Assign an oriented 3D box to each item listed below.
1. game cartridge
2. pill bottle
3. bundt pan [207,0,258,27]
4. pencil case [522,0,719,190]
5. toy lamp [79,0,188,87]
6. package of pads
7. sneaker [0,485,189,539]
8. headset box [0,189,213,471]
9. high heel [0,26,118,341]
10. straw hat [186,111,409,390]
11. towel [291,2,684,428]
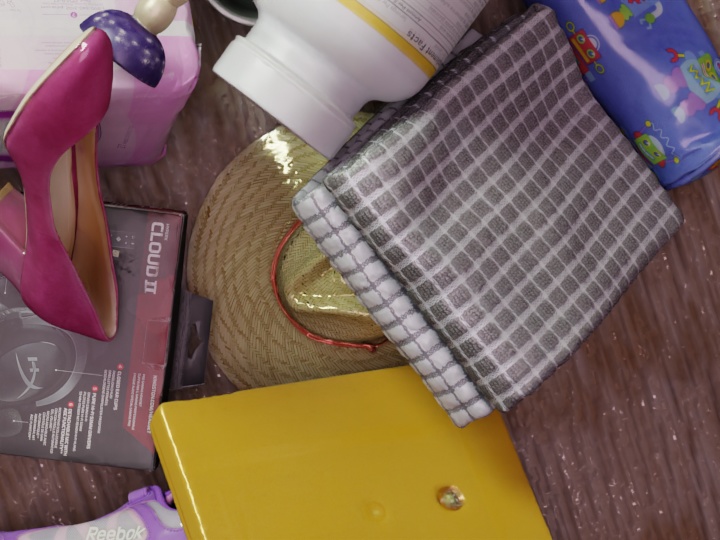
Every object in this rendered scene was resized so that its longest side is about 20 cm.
[{"bbox_3d":[0.003,0.138,1.340,0.200,0.032,0.176,-8,60,-24],"label":"game cartridge"},{"bbox_3d":[0.013,-0.162,1.305,0.112,0.112,0.200,38,91,-4],"label":"pill bottle"},{"bbox_3d":[-0.035,-0.232,1.393,0.202,0.076,0.202,0,92,-3],"label":"bundt pan"},{"bbox_3d":[0.151,-0.144,1.406,0.087,0.078,0.200,-38,93,-27],"label":"pencil case"},{"bbox_3d":[-0.064,-0.188,1.270,0.058,0.058,0.200,41,96,-4],"label":"toy lamp"},{"bbox_3d":[-0.194,-0.106,1.347,0.200,0.121,0.076,-1,68,-16],"label":"package of pads"},{"bbox_3d":[-0.134,0.163,1.381,0.080,0.200,0.088,51,53,-39],"label":"sneaker"},{"bbox_3d":[-0.186,0.030,1.399,0.200,0.077,0.149,6,92,-4],"label":"headset box"},{"bbox_3d":[-0.141,-0.041,1.279,0.096,0.067,0.200,36,134,3],"label":"high heel"},{"bbox_3d":[0.000,0.000,1.401,0.201,0.085,0.201,0,93,-3],"label":"straw hat"},{"bbox_3d":[0.078,-0.036,1.354,0.166,0.086,0.200,50,52,-7],"label":"towel"}]
